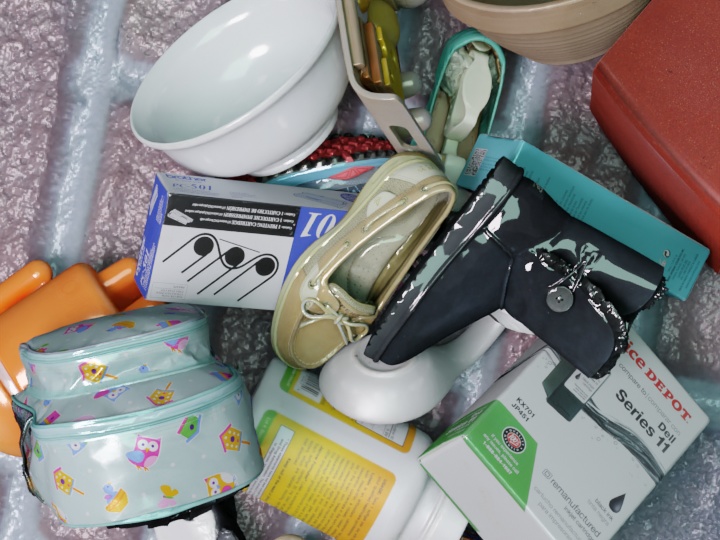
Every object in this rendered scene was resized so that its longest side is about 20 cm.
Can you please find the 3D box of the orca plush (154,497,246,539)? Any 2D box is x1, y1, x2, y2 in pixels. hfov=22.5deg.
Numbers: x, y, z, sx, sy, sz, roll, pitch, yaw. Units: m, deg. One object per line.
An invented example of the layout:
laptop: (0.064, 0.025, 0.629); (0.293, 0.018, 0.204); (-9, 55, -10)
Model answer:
orca plush: (-0.140, 0.203, 1.506); (0.200, 0.071, 0.105); (45, 131, 3)

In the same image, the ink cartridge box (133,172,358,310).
ink cartridge box: (-0.074, -0.019, 1.445); (0.199, 0.044, 0.094); (5, 113, -24)

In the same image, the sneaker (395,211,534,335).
sneaker: (0.115, -0.009, 1.455); (0.199, 0.080, 0.087); (8, 129, 12)

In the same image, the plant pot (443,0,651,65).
plant pot: (0.167, -0.234, 1.483); (0.200, 0.201, 0.093); (-22, 126, -3)

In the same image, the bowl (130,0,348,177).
bowl: (-0.081, -0.141, 1.463); (0.201, 0.201, 0.091); (-38, 123, -3)

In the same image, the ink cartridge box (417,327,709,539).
ink cartridge box: (0.167, 0.137, 1.457); (0.147, 0.083, 0.200); (48, 56, -1)

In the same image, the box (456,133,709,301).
box: (0.182, -0.043, 1.476); (0.199, 0.082, 0.049); (28, 87, -22)

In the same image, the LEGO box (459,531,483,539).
LEGO box: (0.110, 0.336, 1.494); (0.148, 0.077, 0.201); (23, 88, -1)

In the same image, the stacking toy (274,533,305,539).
stacking toy: (0.010, 0.277, 1.445); (0.199, 0.085, 0.086); (13, 87, 29)

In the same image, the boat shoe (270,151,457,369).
boat shoe: (0.002, 0.001, 1.420); (0.073, 0.063, 0.201); (34, 100, -32)

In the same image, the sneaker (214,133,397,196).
sneaker: (-0.050, -0.050, 1.511); (0.199, 0.079, 0.096); (-19, 113, -5)

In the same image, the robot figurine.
robot figurine: (-0.247, 0.072, 1.466); (0.200, 0.117, 0.144); (-35, 106, -4)

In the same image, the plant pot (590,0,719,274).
plant pot: (0.296, -0.142, 1.471); (0.176, 0.200, 0.200); (41, 87, 12)

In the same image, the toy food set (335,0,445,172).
toy food set: (0.029, -0.192, 1.444); (0.060, 0.144, 0.201); (-14, 67, 13)

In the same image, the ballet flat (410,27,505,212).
ballet flat: (0.076, -0.109, 1.509); (0.067, 0.070, 0.201); (13, 88, -4)

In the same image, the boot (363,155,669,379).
boot: (0.119, 0.035, 1.393); (0.168, 0.076, 0.200); (38, 105, -2)

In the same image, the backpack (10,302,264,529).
backpack: (-0.165, 0.109, 1.328); (0.175, 0.200, 0.154); (-12, 106, -16)

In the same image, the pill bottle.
pill bottle: (-0.008, 0.163, 1.476); (0.199, 0.111, 0.111); (28, 87, -2)

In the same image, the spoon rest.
spoon rest: (0.054, 0.068, 1.479); (0.200, 0.061, 0.099); (-31, 47, -31)
